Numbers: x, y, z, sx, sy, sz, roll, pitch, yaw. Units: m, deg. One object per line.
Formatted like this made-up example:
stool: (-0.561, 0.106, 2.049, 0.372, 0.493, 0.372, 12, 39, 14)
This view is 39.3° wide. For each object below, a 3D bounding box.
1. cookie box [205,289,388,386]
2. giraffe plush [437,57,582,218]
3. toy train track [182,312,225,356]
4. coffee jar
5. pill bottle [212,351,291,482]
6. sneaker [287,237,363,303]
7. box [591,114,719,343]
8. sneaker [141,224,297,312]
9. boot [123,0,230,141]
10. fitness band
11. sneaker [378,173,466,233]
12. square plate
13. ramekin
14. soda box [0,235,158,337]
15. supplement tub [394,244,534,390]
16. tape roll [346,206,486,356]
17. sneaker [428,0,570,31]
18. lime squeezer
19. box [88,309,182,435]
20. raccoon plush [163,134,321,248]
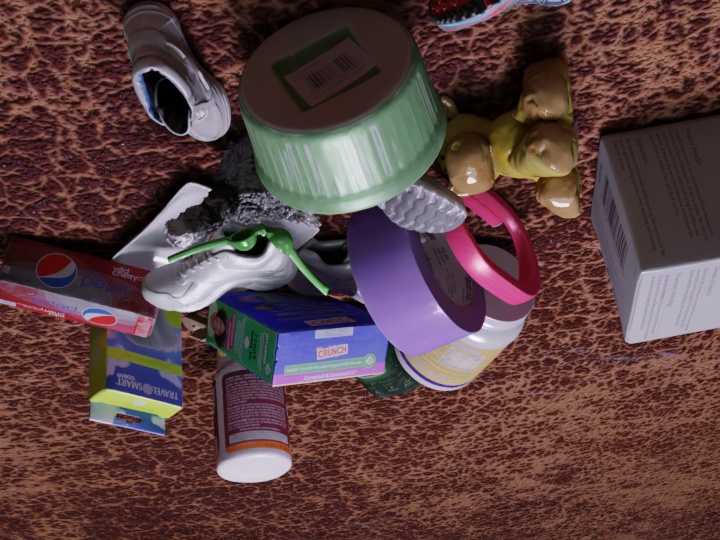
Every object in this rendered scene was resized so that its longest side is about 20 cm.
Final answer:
cookie box: (-0.086, 0.083, 1.331, 0.170, 0.076, 0.200, -2, -167, -33)
giraffe plush: (0.158, -0.140, 1.124, 0.161, 0.174, 0.200, -5, -175, 15)
toy train track: (-0.167, 0.107, 1.427, 0.199, 0.033, 0.115, 19, -160, 25)
coffee jar: (0.017, 0.123, 1.552, 0.104, 0.086, 0.200, -17, 149, 19)
pill bottle: (-0.168, 0.210, 1.540, 0.113, 0.201, 0.114, -6, 150, -3)
sneaker: (0.000, 0.000, 1.364, 0.199, 0.071, 0.080, 5, 144, -19)
box: (0.395, -0.049, 1.249, 0.170, 0.200, 0.200, -10, 150, 4)
sneaker: (-0.182, -0.015, 1.252, 0.199, 0.078, 0.100, -17, 142, -3)
boot: (-0.184, -0.169, 1.017, 0.073, 0.096, 0.200, -14, 148, 10)
fitness band: (0.164, -0.036, 1.269, 0.037, 0.144, 0.200, -26, 144, 29)
sneaker: (0.039, -0.113, 1.133, 0.199, 0.082, 0.075, 29, 141, -18)
square plate: (-0.188, -0.040, 1.294, 0.197, 0.029, 0.200, 19, 140, -36)
ramekin: (-0.022, -0.162, 0.978, 0.199, 0.201, 0.098, -12, 141, 8)
soda box: (-0.355, 0.023, 1.284, 0.199, 0.070, 0.063, 15, 146, -14)
supplement tub: (0.146, 0.068, 1.433, 0.144, 0.146, 0.200, 6, 147, -22)
tape roll: (0.072, -0.002, 1.249, 0.085, 0.201, 0.200, -25, 145, 24)
sneaker: (0.161, -0.270, 0.951, 0.199, 0.080, 0.095, -23, 148, 23)
lime squeezer: (-0.126, -0.024, 1.203, 0.199, 0.038, 0.071, 11, 128, -16)
box: (-0.299, 0.109, 1.345, 0.122, 0.201, 0.048, 21, 139, -39)
raccoon plush: (-0.132, -0.073, 1.164, 0.199, 0.097, 0.134, -28, 150, -10)
